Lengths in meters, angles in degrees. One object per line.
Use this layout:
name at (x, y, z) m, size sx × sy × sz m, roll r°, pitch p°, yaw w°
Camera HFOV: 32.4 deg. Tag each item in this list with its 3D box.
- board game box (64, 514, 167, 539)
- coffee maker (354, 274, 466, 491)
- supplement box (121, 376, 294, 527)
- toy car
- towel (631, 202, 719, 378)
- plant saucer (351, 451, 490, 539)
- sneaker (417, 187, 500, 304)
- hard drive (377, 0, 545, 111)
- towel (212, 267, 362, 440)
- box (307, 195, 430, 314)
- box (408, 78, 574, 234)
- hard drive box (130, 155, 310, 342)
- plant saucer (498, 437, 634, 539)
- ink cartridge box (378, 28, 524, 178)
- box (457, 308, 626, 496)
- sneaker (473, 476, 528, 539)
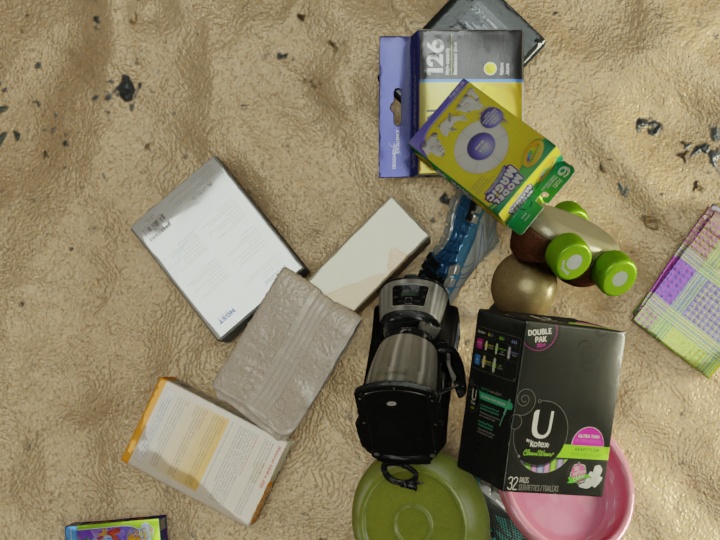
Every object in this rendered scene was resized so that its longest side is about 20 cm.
board game box at (-0.326, 0.442, 1.685) m, size 0.132 × 0.045 × 0.203 m, roll -6°, pitch 85°, yaw 4°
coffee maker at (0.058, 0.139, 1.608) m, size 0.133 × 0.193 × 0.201 m, roll 18°, pitch 43°, yaw -4°
supplement box at (-0.205, 0.243, 1.677) m, size 0.198 × 0.074 × 0.127 m, roll 27°, pitch 87°, yaw 6°
toy car at (0.235, 0.019, 1.626) m, size 0.156 × 0.165 × 0.202 m, roll 17°, pitch 113°, yaw -29°
towel at (0.476, 0.027, 1.669) m, size 0.143 × 0.023 × 0.201 m, roll 37°, pitch 90°, yaw 6°
plant saucer at (0.073, 0.335, 1.638) m, size 0.197 × 0.031 × 0.204 m, roll 0°, pitch 90°, yaw 23°
sneaker at (0.146, -0.023, 1.677) m, size 0.086 × 0.075 × 0.202 m, roll 15°, pitch 106°, yaw -36°
hard drive at (0.139, -0.290, 1.714) m, size 0.140 × 0.033 × 0.200 m, roll 44°, pitch 89°, yaw 6°
towel at (-0.099, 0.111, 1.619) m, size 0.132 × 0.034 × 0.202 m, roll 33°, pitch 101°, yaw 10°
box at (0.000, 0.000, 1.672) m, size 0.200 × 0.095 × 0.078 m, roll -45°, pitch 84°, yaw 1°
box at (0.168, -0.144, 1.582) m, size 0.200 × 0.048 × 0.118 m, roll 41°, pitch 89°, yaw 29°
hard drive box at (-0.191, -0.028, 1.697) m, size 0.155 × 0.077 × 0.201 m, roll -39°, pitch 83°, yaw 1°
plant saucer at (0.261, 0.280, 1.614) m, size 0.198 × 0.051 × 0.203 m, roll 10°, pitch 59°, yaw -17°
ink cartridge box at (0.122, -0.225, 1.673) m, size 0.197 × 0.047 × 0.201 m, roll 0°, pitch 86°, yaw 2°
box at (0.218, 0.158, 1.501) m, size 0.146 × 0.124 × 0.203 m, roll 7°, pitch 92°, yaw -24°
sneaker at (0.200, 0.355, 1.640) m, size 0.199 × 0.078 × 0.092 m, roll 39°, pitch 94°, yaw 8°
